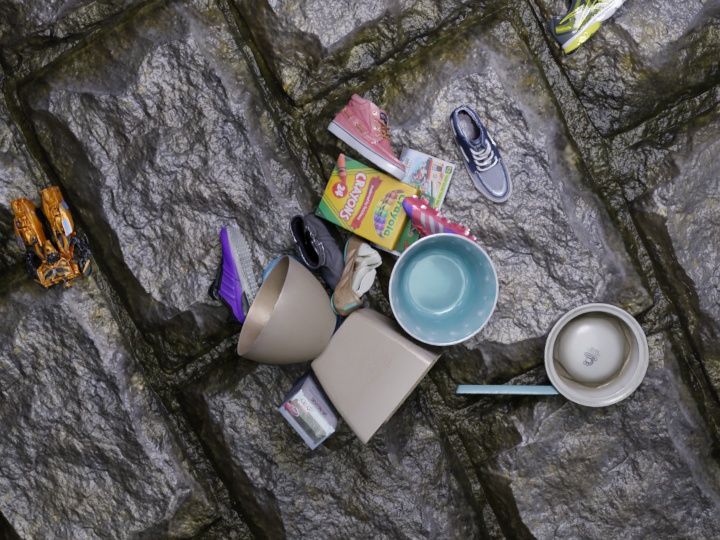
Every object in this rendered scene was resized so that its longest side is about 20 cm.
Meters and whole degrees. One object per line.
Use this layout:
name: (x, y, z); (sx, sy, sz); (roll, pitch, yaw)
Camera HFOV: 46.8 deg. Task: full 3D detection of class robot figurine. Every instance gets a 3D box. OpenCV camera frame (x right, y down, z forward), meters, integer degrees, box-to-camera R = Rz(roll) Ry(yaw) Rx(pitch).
robot figurine: (-0.624, -0.057, 1.670); (0.143, 0.058, 0.202); (-18, 94, 7)

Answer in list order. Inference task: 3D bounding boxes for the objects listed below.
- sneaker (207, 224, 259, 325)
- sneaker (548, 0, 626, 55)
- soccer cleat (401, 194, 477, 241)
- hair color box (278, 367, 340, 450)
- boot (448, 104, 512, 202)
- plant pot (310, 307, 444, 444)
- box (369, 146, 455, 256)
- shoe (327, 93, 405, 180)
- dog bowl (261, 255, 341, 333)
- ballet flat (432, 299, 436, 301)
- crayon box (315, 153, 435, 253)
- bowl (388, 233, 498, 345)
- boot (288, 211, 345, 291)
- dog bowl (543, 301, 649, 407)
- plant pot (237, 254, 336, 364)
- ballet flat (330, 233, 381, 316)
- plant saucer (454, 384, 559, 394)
sneaker: (-0.261, 0.015, 1.646); (0.098, 0.070, 0.203); (-15, 93, 14)
sneaker: (0.430, -0.495, 1.527); (0.085, 0.074, 0.200); (44, 98, -1)
soccer cleat: (0.140, -0.074, 1.562); (0.199, 0.067, 0.077); (26, 110, -41)
hair color box: (-0.089, 0.257, 1.593); (0.060, 0.200, 0.099); (-40, 92, 8)
boot: (0.225, -0.217, 1.568); (0.072, 0.090, 0.201); (-32, 93, 7)
plant pot: (0.023, 0.181, 1.588); (0.177, 0.200, 0.200); (40, 98, 9)
box: (0.101, -0.126, 1.616); (0.109, 0.035, 0.202); (19, 98, 2)
shoe: (0.029, -0.254, 1.560); (0.200, 0.071, 0.091); (40, 97, 31)
dog bowl: (-0.120, 0.067, 1.650); (0.111, 0.050, 0.201); (-34, 94, 7)
ballet flat: (0.157, 0.063, 1.621); (0.197, 0.068, 0.063); (-2, 110, 6)
crayon box: (0.028, -0.124, 1.582); (0.198, 0.051, 0.128); (25, 98, 11)
bowl: (0.145, 0.029, 1.531); (0.198, 0.105, 0.204); (-1, 97, -5)
boot: (-0.071, -0.017, 1.591); (0.069, 0.132, 0.201); (-33, 92, 15)
dog bowl: (0.448, 0.155, 1.603); (0.197, 0.074, 0.203); (0, 97, 4)
plant pot: (-0.123, 0.092, 1.536); (0.133, 0.200, 0.202); (28, 99, -16)
ballet flat: (0.000, 0.000, 1.566); (0.072, 0.201, 0.068); (-17, 125, 31)
plant saucer: (0.285, 0.234, 1.630); (0.197, 0.070, 0.019); (1, 81, 5)
